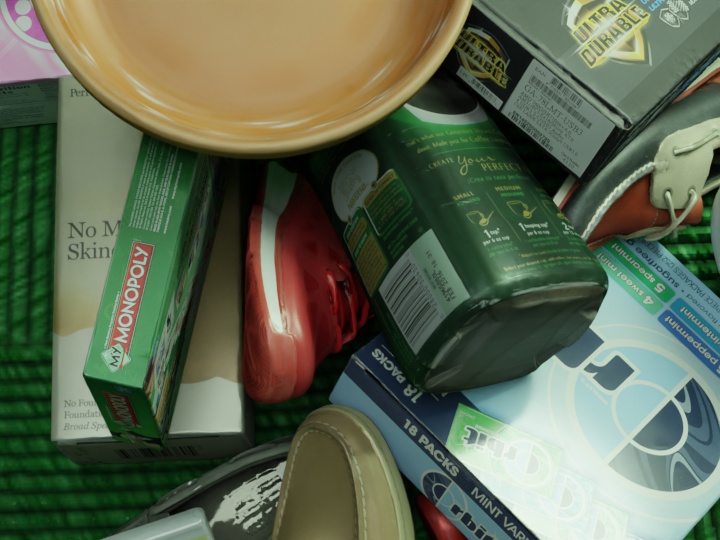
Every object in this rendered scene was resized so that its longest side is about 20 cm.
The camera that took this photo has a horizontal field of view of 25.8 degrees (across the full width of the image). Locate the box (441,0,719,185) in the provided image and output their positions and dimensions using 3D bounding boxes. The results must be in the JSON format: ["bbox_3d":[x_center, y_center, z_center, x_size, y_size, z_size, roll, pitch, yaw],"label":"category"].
[{"bbox_3d":[0.094,-0.162,0.793,0.198,0.050,0.200,43,48,8],"label":"box"}]

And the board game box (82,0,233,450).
[{"bbox_3d":[-0.087,-0.027,0.745,0.029,0.135,0.202,11,72,0],"label":"board game box"}]

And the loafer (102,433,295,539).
[{"bbox_3d":[-0.097,0.148,0.800,0.199,0.070,0.070,-37,76,-9],"label":"loafer"}]

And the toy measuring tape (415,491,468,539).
[{"bbox_3d":[0.082,0.151,0.796,0.073,0.074,0.201,-27,74,-7],"label":"toy measuring tape"}]

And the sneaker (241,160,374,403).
[{"bbox_3d":[0.000,0.000,0.796,0.114,0.079,0.201,3,31,-3],"label":"sneaker"}]

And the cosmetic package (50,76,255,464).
[{"bbox_3d":[-0.110,-0.002,0.845,0.104,0.071,0.202,-4,73,-1],"label":"cosmetic package"}]

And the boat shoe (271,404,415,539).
[{"bbox_3d":[-0.019,0.166,0.740,0.071,0.064,0.202,-1,90,42],"label":"boat shoe"}]

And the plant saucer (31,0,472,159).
[{"bbox_3d":[-0.047,-0.140,0.693,0.198,0.037,0.202,1,73,-2],"label":"plant saucer"}]

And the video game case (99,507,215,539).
[{"bbox_3d":[-0.143,0.230,0.761,0.198,0.022,0.184,-18,102,-4],"label":"video game case"}]

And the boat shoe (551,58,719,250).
[{"bbox_3d":[0.159,-0.051,0.826,0.063,0.071,0.200,45,47,11],"label":"boat shoe"}]

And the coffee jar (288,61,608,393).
[{"bbox_3d":[0.026,-0.044,0.751,0.104,0.085,0.201,-5,54,-40],"label":"coffee jar"}]

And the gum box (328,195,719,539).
[{"bbox_3d":[0.111,0.062,0.792,0.170,0.045,0.200,44,51,12],"label":"gum box"}]

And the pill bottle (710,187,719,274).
[{"bbox_3d":[0.290,-0.041,0.818,0.199,0.113,0.113,-28,74,-20],"label":"pill bottle"}]

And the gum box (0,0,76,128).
[{"bbox_3d":[-0.165,-0.149,0.893,0.198,0.066,0.115,-6,74,0],"label":"gum box"}]
